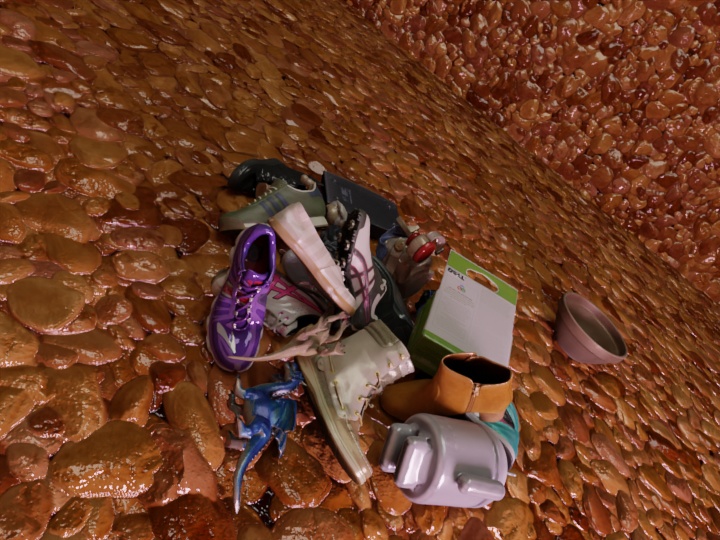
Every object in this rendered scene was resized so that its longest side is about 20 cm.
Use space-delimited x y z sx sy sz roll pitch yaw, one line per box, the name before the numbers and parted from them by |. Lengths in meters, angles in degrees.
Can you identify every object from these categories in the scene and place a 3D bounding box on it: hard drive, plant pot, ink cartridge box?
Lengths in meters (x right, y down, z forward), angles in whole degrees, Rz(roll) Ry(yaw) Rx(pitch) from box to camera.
hard drive | 0.000 -0.137 1.181 0.197 0.043 0.136 21 36 -26
plant pot | 0.547 0.158 1.314 0.198 0.093 0.203 26 35 -20
ink cartridge box | 0.171 0.085 0.873 0.146 0.076 0.202 30 47 -3

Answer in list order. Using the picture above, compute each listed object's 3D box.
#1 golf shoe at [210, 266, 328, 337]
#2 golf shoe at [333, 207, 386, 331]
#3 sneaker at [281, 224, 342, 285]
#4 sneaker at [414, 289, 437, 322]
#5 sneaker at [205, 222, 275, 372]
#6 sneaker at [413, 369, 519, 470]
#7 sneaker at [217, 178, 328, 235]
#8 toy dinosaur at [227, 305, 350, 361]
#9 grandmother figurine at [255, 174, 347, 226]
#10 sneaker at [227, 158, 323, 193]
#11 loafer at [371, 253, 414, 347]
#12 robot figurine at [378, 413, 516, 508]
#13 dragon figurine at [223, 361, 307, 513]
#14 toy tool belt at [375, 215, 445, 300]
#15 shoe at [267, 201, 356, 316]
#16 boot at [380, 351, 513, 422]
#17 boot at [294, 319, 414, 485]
golf shoe | -0.126 0.050 0.796 0.197 0.073 0.093 17 39 -31
golf shoe | 0.000 0.000 0.871 0.086 0.204 0.077 4 16 -16
sneaker | -0.068 -0.027 0.955 0.197 0.076 0.115 10 38 -41
sneaker | 0.130 0.075 1.001 0.078 0.071 0.199 41 9 22
sneaker | -0.156 0.032 0.713 0.079 0.083 0.205 11 80 -18
sneaker | 0.185 0.225 0.881 0.200 0.084 0.120 44 28 18
sneaker | -0.151 -0.112 0.922 0.196 0.067 0.092 -5 86 -28
toy dinosaur | -0.073 0.098 0.723 0.199 0.100 0.059 -25 94 -53
grandmother figurine | -0.106 -0.121 1.026 0.197 0.124 0.060 9 0 -39
sneaker | -0.162 -0.168 1.043 0.104 0.060 0.199 40 29 9
loafer | 0.044 0.057 0.939 0.203 0.071 0.063 61 14 -9
robot figurine | 0.123 0.264 0.740 0.197 0.115 0.169 18 5 -29
dragon figurine | -0.110 0.186 0.648 0.098 0.060 0.202 14 32 -21
toy tool belt | 0.070 -0.034 0.987 0.124 0.201 0.123 -32 69 -18
shoe | -0.056 -0.011 0.773 0.201 0.053 0.070 54 -13 -30
boot | 0.116 0.162 0.762 0.197 0.145 0.072 2 52 15
boot | 0.010 0.168 0.727 0.152 0.073 0.202 -20 54 -16
